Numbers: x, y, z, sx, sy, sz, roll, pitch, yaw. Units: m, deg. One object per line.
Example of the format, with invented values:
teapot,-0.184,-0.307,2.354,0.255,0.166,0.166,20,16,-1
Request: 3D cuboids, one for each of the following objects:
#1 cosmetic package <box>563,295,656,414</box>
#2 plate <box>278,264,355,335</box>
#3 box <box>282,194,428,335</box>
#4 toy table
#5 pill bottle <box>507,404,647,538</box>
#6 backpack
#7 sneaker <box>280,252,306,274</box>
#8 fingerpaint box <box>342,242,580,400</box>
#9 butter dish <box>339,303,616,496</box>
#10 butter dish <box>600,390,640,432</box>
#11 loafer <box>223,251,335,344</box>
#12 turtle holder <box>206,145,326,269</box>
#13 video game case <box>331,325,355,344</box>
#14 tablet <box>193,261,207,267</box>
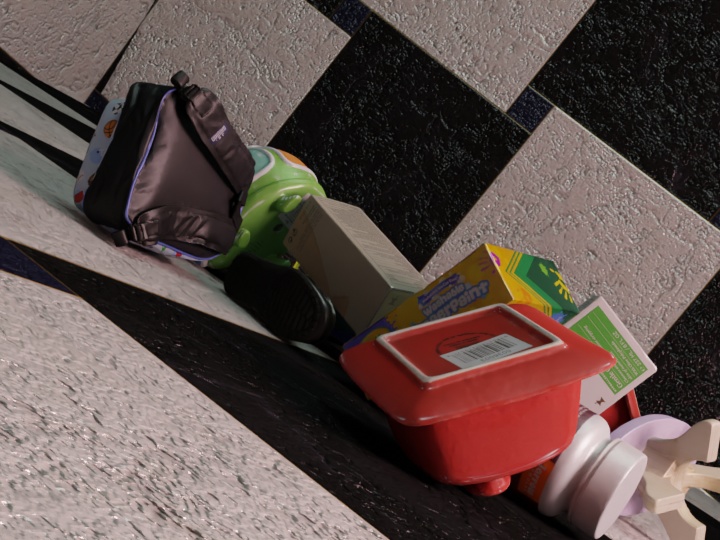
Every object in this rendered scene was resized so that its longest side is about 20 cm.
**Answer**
cosmetic package,0.219,0.129,1.417,0.108,0.200,0.085,51,4,4
plate,-0.068,0.031,1.600,0.199,0.026,0.200,24,-11,5
box,0.000,0.000,1.523,0.095,0.078,0.200,15,26,-42
toy table,0.390,0.258,1.577,0.199,0.185,0.117,-18,24,-33
pill bottle,0.177,0.173,1.263,0.199,0.115,0.114,32,2,25
backpack,-0.215,-0.100,1.421,0.154,0.201,0.190,16,-11,39
sneaker,-0.121,-0.007,1.794,0.200,0.076,0.076,36,-4,2
fingerpaint box,0.110,0.064,1.346,0.167,0.200,0.074,12,47,-56
butter dish,0.104,0.127,1.107,0.199,0.149,0.199,-14,17,-15
butter dish,0.295,0.204,1.735,0.199,0.147,0.201,-131,-156,-76
loafer,-0.081,0.032,1.440,0.071,0.073,0.200,27,4,-39
turtle holder,-0.136,-0.076,1.631,0.141,0.186,0.132,4,44,-47
video game case,0.044,0.110,1.755,0.199,0.046,0.181,32,1,17
tablet,-0.253,-0.098,1.611,0.014,0.131,0.200,-20,37,-34
